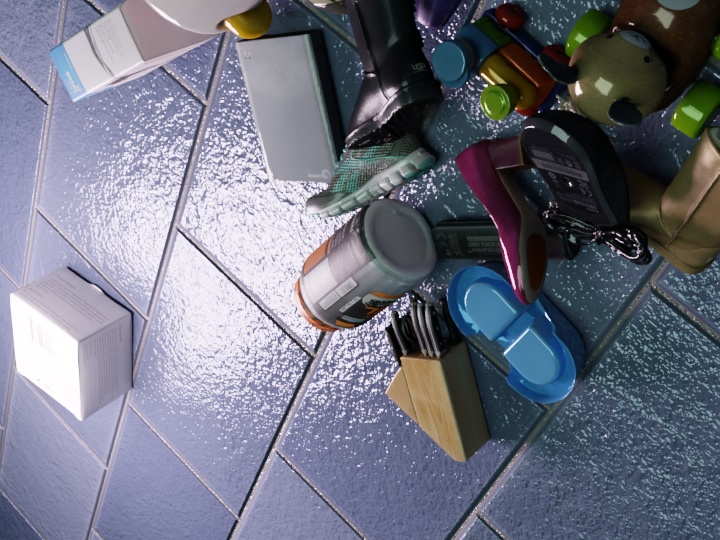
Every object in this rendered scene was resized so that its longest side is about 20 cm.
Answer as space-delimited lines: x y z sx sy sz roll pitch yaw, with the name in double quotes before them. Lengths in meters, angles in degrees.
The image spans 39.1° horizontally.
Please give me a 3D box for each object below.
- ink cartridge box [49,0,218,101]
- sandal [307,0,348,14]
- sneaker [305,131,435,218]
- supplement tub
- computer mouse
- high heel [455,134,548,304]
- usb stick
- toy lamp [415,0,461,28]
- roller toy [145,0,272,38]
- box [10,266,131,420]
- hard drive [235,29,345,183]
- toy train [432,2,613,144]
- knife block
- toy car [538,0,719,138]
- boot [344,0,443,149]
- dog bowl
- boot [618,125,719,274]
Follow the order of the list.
"ink cartridge box" -0.323 -0.324 1.439 0.199 0.145 0.084 -12 105 45
"sandal" 0.014 -0.362 1.175 0.200 0.058 0.080 -22 135 31
"sneaker" 0.002 -0.133 1.302 0.199 0.077 0.092 -26 87 32
"supplement tub" 0.000 0.000 1.343 0.123 0.122 0.200 55 138 3
"computer mouse" 0.222 -0.096 1.011 0.138 0.053 0.200 28 162 44
"high heel" 0.160 -0.054 1.170 0.096 0.067 0.201 -13 70 38
"usb stick" 0.173 -0.037 1.230 0.199 0.033 0.056 1 120 42
"toy lamp" 0.105 -0.357 1.093 0.058 0.058 0.201 38 134 20
"roller toy" -0.190 -0.395 1.254 0.139 0.199 0.184 -30 57 47
"box" -0.544 0.136 1.915 0.198 0.130 0.201 30 131 27
"hard drive" -0.090 -0.217 1.368 0.139 0.033 0.201 5 116 41
"toy train" 0.174 -0.189 1.080 0.200 0.116 0.085 46 136 13
"knife block" 0.114 0.133 1.357 0.200 0.064 0.176 43 136 16
"toy car" 0.251 -0.198 0.942 0.164 0.200 0.158 39 134 19
"boot" 0.021 -0.244 1.165 0.200 0.076 0.169 148 109 -67
"dog bowl" 0.197 0.070 1.256 0.200 0.049 0.112 48 136 11
"boot" 0.313 -0.089 0.991 0.175 0.066 0.200 34 162 9
